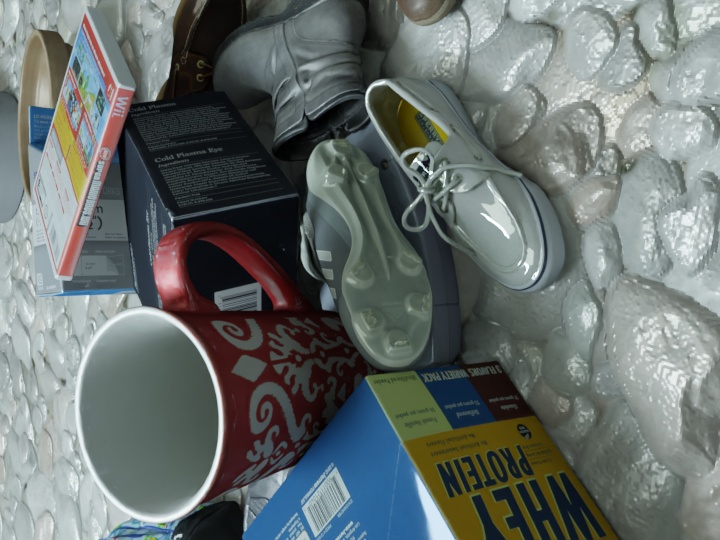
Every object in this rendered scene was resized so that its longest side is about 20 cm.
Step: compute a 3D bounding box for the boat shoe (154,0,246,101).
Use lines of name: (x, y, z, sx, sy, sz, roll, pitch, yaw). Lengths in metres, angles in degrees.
boat shoe: (-0.152, -0.192, 0.877, 0.071, 0.070, 0.201, 61, 140, 37)

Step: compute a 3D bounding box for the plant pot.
plant pot: (-0.344, -0.178, 1.063, 0.200, 0.092, 0.203, 0, 90, 59)

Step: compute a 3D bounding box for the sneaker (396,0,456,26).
sneaker: (0.029, -0.285, 0.663, 0.070, 0.075, 0.202, -4, 88, 48)

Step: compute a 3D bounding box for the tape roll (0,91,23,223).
tape roll: (-0.575, -0.173, 1.358, 0.199, 0.066, 0.202, 0, 90, 48)

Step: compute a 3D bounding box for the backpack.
backpack: (-0.188, 0.307, 0.890, 0.200, 0.153, 0.165, -1, 105, 60)

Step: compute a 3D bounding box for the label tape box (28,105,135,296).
label tape box: (-0.271, -0.075, 0.955, 0.066, 0.143, 0.202, -4, 88, 46)

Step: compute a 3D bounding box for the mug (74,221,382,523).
mug: (-0.072, 0.068, 0.629, 0.133, 0.199, 0.179, 27, 105, 31)

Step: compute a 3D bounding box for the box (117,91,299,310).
box: (-0.133, -0.021, 0.770, 0.182, 0.103, 0.201, 53, 148, 44)

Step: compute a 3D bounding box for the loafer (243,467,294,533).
loafer: (-0.053, 0.155, 0.779, 0.072, 0.063, 0.202, 23, 106, 35)

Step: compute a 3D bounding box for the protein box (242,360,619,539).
protein box: (0.050, 0.204, 0.607, 0.199, 0.134, 0.201, -55, 53, 33)

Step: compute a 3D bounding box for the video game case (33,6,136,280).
video game case: (-0.251, -0.113, 0.797, 0.201, 0.017, 0.143, -62, 40, 29)

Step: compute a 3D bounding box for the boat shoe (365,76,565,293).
boat shoe: (0.060, -0.067, 0.626, 0.075, 0.086, 0.203, -51, 55, 36)

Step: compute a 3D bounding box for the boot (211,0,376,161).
boot: (-0.067, -0.150, 0.759, 0.199, 0.069, 0.133, -25, 58, 47)

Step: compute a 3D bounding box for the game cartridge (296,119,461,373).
game cartridge: (0.014, -0.010, 0.718, 0.133, 0.040, 0.202, -29, 70, 49)

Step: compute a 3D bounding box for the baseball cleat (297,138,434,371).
baseball cleat: (0.000, 0.000, 0.656, 0.107, 0.069, 0.201, 112, 152, -50)
